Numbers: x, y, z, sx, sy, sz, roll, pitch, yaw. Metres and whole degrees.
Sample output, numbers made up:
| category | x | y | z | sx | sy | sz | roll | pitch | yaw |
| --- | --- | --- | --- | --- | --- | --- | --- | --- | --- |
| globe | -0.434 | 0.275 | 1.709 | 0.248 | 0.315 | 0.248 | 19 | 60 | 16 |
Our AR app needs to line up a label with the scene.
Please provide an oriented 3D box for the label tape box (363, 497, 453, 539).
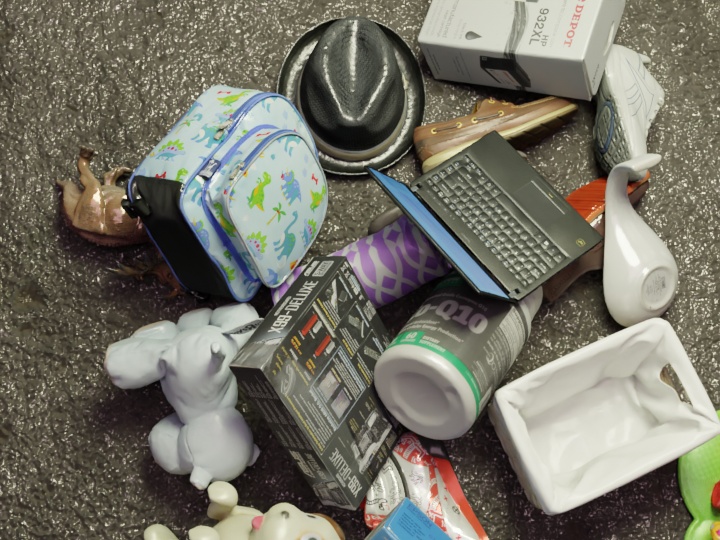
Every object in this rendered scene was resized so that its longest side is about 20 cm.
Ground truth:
| category | x | y | z | sx | sy | sz | roll | pitch | yaw |
| --- | --- | --- | --- | --- | --- | --- | --- | --- | --- |
| label tape box | 0.032 | 0.345 | 0.987 | 0.144 | 0.063 | 0.200 | 41 | 119 | 6 |

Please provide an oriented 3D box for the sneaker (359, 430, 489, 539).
| category | x | y | z | sx | sy | sz | roll | pitch | yaw |
| --- | --- | --- | --- | --- | --- | --- | --- | --- | --- |
| sneaker | 0.067 | 0.270 | 1.024 | 0.107 | 0.067 | 0.203 | -24 | 73 | -7 |

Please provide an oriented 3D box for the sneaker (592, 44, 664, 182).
| category | x | y | z | sx | sy | sz | roll | pitch | yaw |
| --- | --- | --- | --- | --- | --- | --- | --- | --- | --- |
| sneaker | 0.312 | -0.188 | 1.138 | 0.086 | 0.075 | 0.202 | 5 | 60 | -9 |

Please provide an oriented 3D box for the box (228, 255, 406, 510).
| category | x | y | z | sx | sy | sz | roll | pitch | yaw |
| --- | --- | --- | --- | --- | --- | --- | --- | --- | --- |
| box | -0.026 | 0.112 | 0.986 | 0.049 | 0.201 | 0.158 | -1 | 40 | 41 |

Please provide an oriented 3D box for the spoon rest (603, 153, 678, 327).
| category | x | y | z | sx | sy | sz | roll | pitch | yaw |
| --- | --- | --- | --- | --- | --- | --- | --- | --- | --- |
| spoon rest | 0.303 | -0.032 | 1.081 | 0.099 | 0.061 | 0.202 | -20 | 115 | -21 |

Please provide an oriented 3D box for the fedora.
| category | x | y | z | sx | sy | sz | roll | pitch | yaw |
| --- | --- | --- | --- | --- | --- | --- | --- | --- | --- |
| fedora | -0.010 | -0.216 | 1.139 | 0.199 | 0.092 | 0.202 | 0 | 74 | -1 |

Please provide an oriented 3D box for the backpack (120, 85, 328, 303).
| category | x | y | z | sx | sy | sz | roll | pitch | yaw |
| --- | --- | --- | --- | --- | --- | --- | --- | --- | --- |
| backpack | -0.121 | -0.087 | 1.047 | 0.146 | 0.184 | 0.201 | 9 | 55 | 30 |

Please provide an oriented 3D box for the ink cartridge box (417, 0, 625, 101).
| category | x | y | z | sx | sy | sz | roll | pitch | yaw |
| --- | --- | --- | --- | --- | --- | --- | --- | --- | --- |
| ink cartridge box | 0.186 | -0.290 | 1.136 | 0.199 | 0.084 | 0.146 | 13 | 73 | 25 |

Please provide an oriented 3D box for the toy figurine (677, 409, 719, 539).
| category | x | y | z | sx | sy | sz | roll | pitch | yaw |
| --- | --- | --- | --- | --- | --- | --- | --- | --- | --- |
| toy figurine | 0.410 | 0.224 | 0.984 | 0.149 | 0.184 | 0.201 | 25 | 76 | 5 |

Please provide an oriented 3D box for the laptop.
| category | x | y | z | sx | sy | sz | roll | pitch | yaw |
| --- | --- | --- | --- | --- | --- | --- | --- | --- | --- |
| laptop | 0.127 | -0.066 | 0.993 | 0.199 | 0.104 | 0.177 | -33 | 68 | -20 |

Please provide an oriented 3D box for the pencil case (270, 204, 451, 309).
| category | x | y | z | sx | sy | sz | roll | pitch | yaw |
| --- | --- | --- | --- | --- | --- | --- | --- | --- | --- |
| pencil case | 0.000 | 0.000 | 1.060 | 0.199 | 0.084 | 0.086 | -25 | 49 | 12 |

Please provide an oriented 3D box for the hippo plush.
| category | x | y | z | sx | sy | sz | roll | pitch | yaw |
| --- | --- | --- | --- | --- | --- | --- | --- | --- | --- |
| hippo plush | -0.151 | 0.130 | 1.027 | 0.199 | 0.159 | 0.162 | -7 | 103 | 35 |

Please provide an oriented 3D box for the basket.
| category | x | y | z | sx | sy | sz | roll | pitch | yaw |
| --- | --- | --- | --- | --- | --- | --- | --- | --- | --- |
| basket | 0.244 | 0.155 | 1.030 | 0.199 | 0.123 | 0.136 | -23 | 77 | -7 |

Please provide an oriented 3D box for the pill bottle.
| category | x | y | z | sx | sy | sz | roll | pitch | yaw |
| --- | --- | --- | --- | --- | --- | --- | --- | --- | --- |
| pill bottle | 0.107 | 0.069 | 1.022 | 0.113 | 0.113 | 0.200 | 35 | 47 | 8 |

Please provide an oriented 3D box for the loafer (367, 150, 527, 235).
| category | x | y | z | sx | sy | sz | roll | pitch | yaw |
| --- | --- | --- | --- | --- | --- | --- | --- | --- | --- |
| loafer | 0.108 | -0.067 | 1.120 | 0.199 | 0.073 | 0.071 | -30 | 81 | 1 |

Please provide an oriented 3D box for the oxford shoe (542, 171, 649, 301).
| category | x | y | z | sx | sy | sz | roll | pitch | yaw |
| --- | --- | --- | --- | --- | --- | --- | --- | --- | --- |
| oxford shoe | 0.261 | -0.045 | 1.126 | 0.200 | 0.071 | 0.073 | -37 | 113 | -18 |

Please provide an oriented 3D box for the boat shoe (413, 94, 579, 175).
| category | x | y | z | sx | sy | sz | roll | pitch | yaw |
| --- | --- | --- | --- | --- | --- | --- | --- | --- | --- |
| boat shoe | 0.155 | -0.169 | 1.143 | 0.199 | 0.072 | 0.068 | -21 | 78 | -4 |

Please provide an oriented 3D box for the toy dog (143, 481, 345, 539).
| category | x | y | z | sx | sy | sz | roll | pitch | yaw |
| --- | --- | --- | --- | --- | --- | --- | --- | --- | --- |
| toy dog | -0.107 | 0.300 | 0.946 | 0.199 | 0.140 | 0.195 | -31 | 97 | 20 |

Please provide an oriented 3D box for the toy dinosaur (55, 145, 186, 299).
| category | x | y | z | sx | sy | sz | roll | pitch | yaw |
| --- | --- | --- | --- | --- | --- | --- | --- | --- | --- |
| toy dinosaur | -0.270 | -0.053 | 1.098 | 0.198 | 0.086 | 0.137 | 15 | 82 | 9 |
